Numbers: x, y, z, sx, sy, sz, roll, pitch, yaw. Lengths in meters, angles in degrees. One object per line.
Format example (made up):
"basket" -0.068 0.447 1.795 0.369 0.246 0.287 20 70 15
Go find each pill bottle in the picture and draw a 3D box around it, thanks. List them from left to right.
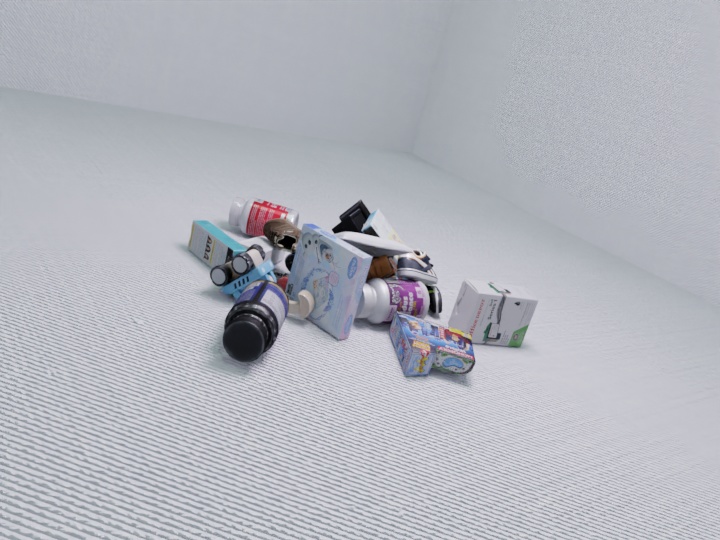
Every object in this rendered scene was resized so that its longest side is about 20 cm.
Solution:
"pill bottle" -0.214 0.102 1.308 0.109 0.115 0.201 16 20 -1
"pill bottle" -0.290 -0.151 1.925 0.195 0.115 0.113 17 19 1
"pill bottle" 0.069 0.077 1.609 0.196 0.115 0.112 2 23 -34

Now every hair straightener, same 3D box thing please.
"hair straightener" -0.211 0.027 1.645 0.194 0.042 0.077 14 7 7

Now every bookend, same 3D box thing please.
"bookend" -0.006 -0.072 1.807 0.202 0.091 0.199 56 27 -3

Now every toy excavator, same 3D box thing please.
"toy excavator" -0.224 0.041 1.500 0.191 0.204 0.100 -25 9 20

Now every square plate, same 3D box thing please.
"square plate" 0.003 -0.066 1.610 0.195 0.029 0.197 11 -5 -25

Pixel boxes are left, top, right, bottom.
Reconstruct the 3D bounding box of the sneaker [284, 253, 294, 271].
"sneaker" -0.128 -0.019 1.759 0.196 0.073 0.073 9 34 -39

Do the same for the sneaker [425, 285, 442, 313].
"sneaker" 0.163 0.070 1.809 0.081 0.074 0.200 -14 27 -16

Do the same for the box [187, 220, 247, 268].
"box" -0.368 -0.054 1.646 0.048 0.084 0.198 -4 29 -47

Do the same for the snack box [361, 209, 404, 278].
"snack box" 0.086 -0.065 1.809 0.201 0.037 0.117 52 26 -13

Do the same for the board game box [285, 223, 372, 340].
"board game box" -0.081 0.023 1.495 0.197 0.205 0.043 30 21 34

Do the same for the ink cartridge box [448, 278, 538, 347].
"ink cartridge box" 0.348 0.114 1.691 0.195 0.150 0.085 6 22 -25

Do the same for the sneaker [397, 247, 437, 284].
"sneaker" 0.155 -0.010 1.696 0.076 0.082 0.199 -2 -11 24

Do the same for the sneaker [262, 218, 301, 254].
"sneaker" -0.208 -0.093 1.708 0.197 0.072 0.075 21 19 39

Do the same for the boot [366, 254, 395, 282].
"boot" 0.000 0.000 1.620 0.075 0.152 0.200 70 12 19

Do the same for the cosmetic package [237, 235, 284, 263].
"cosmetic package" -0.266 -0.050 1.730 0.080 0.052 0.200 17 10 7

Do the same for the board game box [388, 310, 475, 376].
"board game box" 0.160 0.185 1.474 0.195 0.063 0.201 17 21 0
